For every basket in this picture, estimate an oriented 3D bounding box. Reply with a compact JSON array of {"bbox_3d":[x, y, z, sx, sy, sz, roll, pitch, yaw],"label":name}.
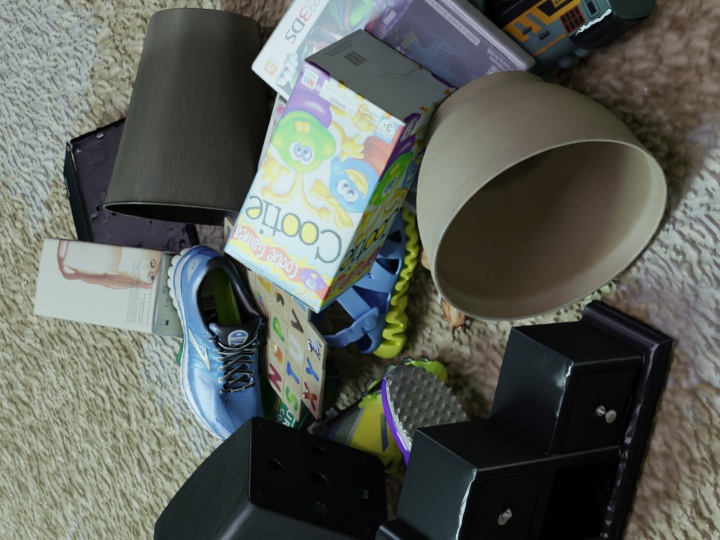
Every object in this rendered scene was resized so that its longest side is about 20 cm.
[{"bbox_3d":[-0.161,-0.153,1.777,0.136,0.180,0.200,169,107,-69],"label":"basket"}]

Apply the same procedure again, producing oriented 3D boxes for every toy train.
[{"bbox_3d":[0.152,-0.221,1.469,0.200,0.085,0.114,-31,80,45],"label":"toy train"}]

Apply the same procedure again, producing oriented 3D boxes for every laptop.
[{"bbox_3d":[-0.264,-0.067,1.999,0.200,0.103,0.177,-20,78,21],"label":"laptop"}]

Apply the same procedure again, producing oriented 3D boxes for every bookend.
[{"bbox_3d":[0.133,0.136,1.426,0.092,0.199,0.200,30,114,45],"label":"bookend"}]

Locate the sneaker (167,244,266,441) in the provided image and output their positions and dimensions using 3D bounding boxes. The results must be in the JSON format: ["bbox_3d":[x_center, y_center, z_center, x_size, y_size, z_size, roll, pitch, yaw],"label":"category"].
[{"bbox_3d":[-0.134,0.076,1.718,0.089,0.079,0.200,5,110,66],"label":"sneaker"}]

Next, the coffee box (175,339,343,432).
[{"bbox_3d":[-0.106,0.099,1.809,0.200,0.044,0.123,43,121,38],"label":"coffee box"}]

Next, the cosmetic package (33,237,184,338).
[{"bbox_3d":[-0.237,0.019,1.835,0.200,0.103,0.087,6,88,43],"label":"cosmetic package"}]

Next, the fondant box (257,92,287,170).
[{"bbox_3d":[-0.012,-0.154,1.672,0.144,0.058,0.200,36,118,40],"label":"fondant box"}]

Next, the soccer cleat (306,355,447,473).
[{"bbox_3d":[0.023,0.147,1.670,0.084,0.065,0.200,49,128,-6],"label":"soccer cleat"}]

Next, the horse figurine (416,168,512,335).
[{"bbox_3d":[0.089,-0.055,1.574,0.200,0.050,0.133,-60,45,36],"label":"horse figurine"}]

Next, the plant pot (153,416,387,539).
[{"bbox_3d":[-0.071,0.254,1.620,0.200,0.199,0.177,-93,27,-60],"label":"plant pot"}]

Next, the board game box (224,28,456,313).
[{"bbox_3d":[-0.018,-0.084,1.493,0.103,0.105,0.200,34,124,12],"label":"board game box"}]

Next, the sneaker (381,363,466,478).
[{"bbox_3d":[0.064,0.184,1.583,0.200,0.070,0.100,60,143,4],"label":"sneaker"}]

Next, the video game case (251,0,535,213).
[{"bbox_3d":[0.024,-0.175,1.507,0.200,0.023,0.182,42,125,7],"label":"video game case"}]

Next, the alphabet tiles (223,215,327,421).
[{"bbox_3d":[-0.085,0.044,1.695,0.200,0.006,0.166,51,148,39],"label":"alphabet tiles"}]

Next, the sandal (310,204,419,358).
[{"bbox_3d":[0.000,0.000,1.614,0.079,0.087,0.200,-132,39,-52],"label":"sandal"}]

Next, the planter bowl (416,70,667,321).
[{"bbox_3d":[0.129,-0.075,1.431,0.200,0.200,0.135,-57,41,34],"label":"planter bowl"}]
